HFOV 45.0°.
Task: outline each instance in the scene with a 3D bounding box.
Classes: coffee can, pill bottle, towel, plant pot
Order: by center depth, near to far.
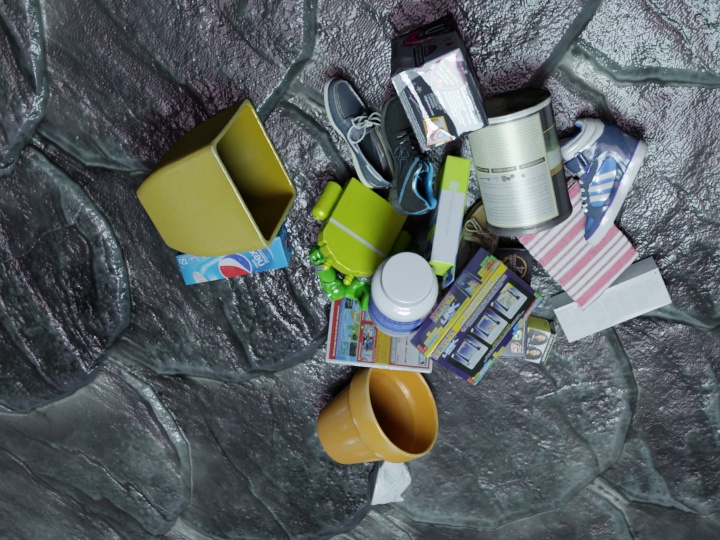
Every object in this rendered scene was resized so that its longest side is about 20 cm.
[{"bbox_3d":[0.257,-0.177,1.421,0.145,0.147,0.202,-12,113,10],"label":"coffee can"},{"bbox_3d":[0.070,0.038,1.440,0.111,0.200,0.113,1,75,-2],"label":"pill bottle"},{"bbox_3d":[-0.255,-0.137,1.465,0.198,0.196,0.195,-17,117,21],"label":"plant pot"},{"bbox_3d":[0.384,-0.046,1.540,0.146,0.030,0.200,-44,106,4],"label":"towel"},{"bbox_3d":[0.020,0.289,1.694,0.183,0.201,0.200,-30,115,36],"label":"plant pot"}]

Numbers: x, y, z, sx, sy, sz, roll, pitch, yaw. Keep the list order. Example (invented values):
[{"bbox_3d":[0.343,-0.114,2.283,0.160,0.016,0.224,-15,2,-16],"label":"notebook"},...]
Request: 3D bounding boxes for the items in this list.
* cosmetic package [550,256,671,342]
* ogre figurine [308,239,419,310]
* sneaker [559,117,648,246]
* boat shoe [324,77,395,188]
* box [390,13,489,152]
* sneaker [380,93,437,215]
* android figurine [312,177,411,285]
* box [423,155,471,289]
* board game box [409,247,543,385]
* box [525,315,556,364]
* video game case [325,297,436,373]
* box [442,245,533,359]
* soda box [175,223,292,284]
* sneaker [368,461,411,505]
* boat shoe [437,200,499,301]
[{"bbox_3d":[0.459,0.053,1.603,0.198,0.051,0.083,-23,118,15],"label":"cosmetic package"},{"bbox_3d":[0.000,0.000,1.568,0.199,0.098,0.121,-18,133,-36],"label":"ogre figurine"},{"bbox_3d":[0.379,-0.158,1.471,0.145,0.081,0.202,25,116,9],"label":"sneaker"},{"bbox_3d":[0.002,-0.228,1.443,0.062,0.075,0.202,5,122,54],"label":"boat shoe"},{"bbox_3d":[0.120,-0.295,1.342,0.114,0.201,0.133,-21,117,13],"label":"box"},{"bbox_3d":[0.087,-0.191,1.423,0.073,0.082,0.202,-17,103,-34],"label":"sneaker"},{"bbox_3d":[0.001,-0.073,1.495,0.181,0.201,0.041,32,160,-15],"label":"android figurine"},{"bbox_3d":[0.142,-0.077,1.455,0.047,0.122,0.202,10,81,-1],"label":"box"},{"bbox_3d":[0.200,0.082,1.482,0.201,0.057,0.165,-52,135,4],"label":"board game box"},{"bbox_3d":[0.263,0.114,1.647,0.198,0.050,0.076,15,117,-3],"label":"box"},{"bbox_3d":[0.040,0.110,1.625,0.198,0.017,0.145,6,75,0],"label":"video game case"},{"bbox_3d":[0.226,0.055,1.578,0.159,0.049,0.202,4,95,4],"label":"box"},{"bbox_3d":[-0.229,-0.032,1.585,0.198,0.068,0.065,-11,118,9],"label":"soda box"},{"bbox_3d":[0.068,0.411,1.823,0.079,0.071,0.202,4,126,-10],"label":"sneaker"},{"bbox_3d":[0.193,-0.029,1.517,0.073,0.063,0.202,28,89,2],"label":"boat shoe"}]
